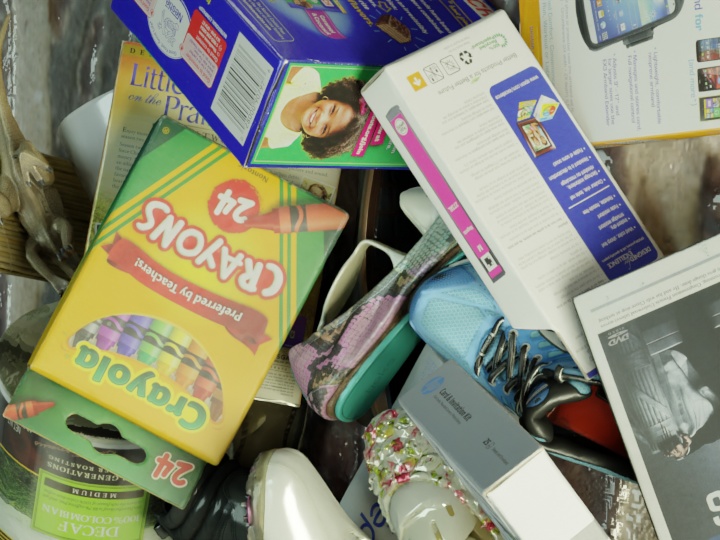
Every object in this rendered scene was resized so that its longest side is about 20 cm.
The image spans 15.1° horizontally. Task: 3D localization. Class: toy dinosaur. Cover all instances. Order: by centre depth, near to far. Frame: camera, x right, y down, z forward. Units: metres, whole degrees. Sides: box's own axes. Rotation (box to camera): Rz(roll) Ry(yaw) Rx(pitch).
[{"bbox_3d":[-0.206,-0.053,1.668,0.058,0.101,0.200,-23,97,7],"label":"toy dinosaur"}]

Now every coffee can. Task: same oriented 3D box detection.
[{"bbox_3d":[-0.177,0.140,1.774,0.146,0.146,0.200,47,138,40],"label":"coffee can"}]

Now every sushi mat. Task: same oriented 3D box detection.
[{"bbox_3d":[-0.192,-0.031,1.739,0.012,0.200,0.096,-27,72,22],"label":"sushi mat"}]

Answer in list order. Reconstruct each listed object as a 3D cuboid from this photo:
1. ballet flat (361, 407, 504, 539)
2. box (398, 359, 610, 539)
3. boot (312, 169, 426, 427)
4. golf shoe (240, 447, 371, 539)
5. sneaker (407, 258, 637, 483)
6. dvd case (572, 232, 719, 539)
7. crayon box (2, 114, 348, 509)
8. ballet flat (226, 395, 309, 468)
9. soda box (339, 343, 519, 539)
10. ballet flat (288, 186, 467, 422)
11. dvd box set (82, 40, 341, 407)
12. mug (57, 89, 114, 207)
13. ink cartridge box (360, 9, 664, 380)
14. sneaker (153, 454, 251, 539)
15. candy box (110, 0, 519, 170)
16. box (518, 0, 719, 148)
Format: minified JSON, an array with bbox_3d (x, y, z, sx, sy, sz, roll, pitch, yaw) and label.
[{"bbox_3d":[0.066,0.164,1.507,0.076,0.064,0.200,-40,90,33],"label":"ballet flat"},{"bbox_3d":[0.109,0.150,1.396,0.200,0.041,0.156,54,177,-20],"label":"box"},{"bbox_3d":[0.000,0.000,1.640,0.097,0.075,0.200,1,93,48],"label":"boot"},{"bbox_3d":[0.002,0.181,1.545,0.092,0.073,0.200,-16,114,24],"label":"golf shoe"},{"bbox_3d":[0.106,0.053,1.458,0.200,0.090,0.078,28,114,27],"label":"sneaker"},{"bbox_3d":[0.207,0.076,1.366,0.150,0.025,0.200,-24,68,15],"label":"dvd case"},{"bbox_3d":[-0.108,0.026,1.588,0.200,0.127,0.051,-63,7,-5],"label":"crayon box"},{"bbox_3d":[-0.061,0.104,1.708,0.046,0.067,0.200,-118,33,-49],"label":"ballet flat"},{"bbox_3d":[0.040,0.134,1.597,0.063,0.068,0.200,53,129,36],"label":"soda box"},{"bbox_3d":[0.032,-0.001,1.553,0.200,0.069,0.071,-46,67,10],"label":"ballet flat"},{"bbox_3d":[-0.091,-0.028,1.634,0.029,0.146,0.200,163,117,-81],"label":"dvd box set"},{"bbox_3d":[-0.092,-0.039,1.733,0.149,0.187,0.153,-21,81,16],"label":"mug"},{"bbox_3d":[0.092,-0.038,1.462,0.200,0.095,0.037,56,143,7],"label":"ink cartridge box"},{"bbox_3d":[-0.082,0.181,1.700,0.099,0.071,0.200,33,143,11],"label":"sneaker"},{"bbox_3d":[-0.015,-0.133,1.555,0.169,0.200,0.077,50,129,39],"label":"candy box"},{"bbox_3d":[0.166,-0.130,1.460,0.200,0.041,0.119,-3,89,49],"label":"box"}]
